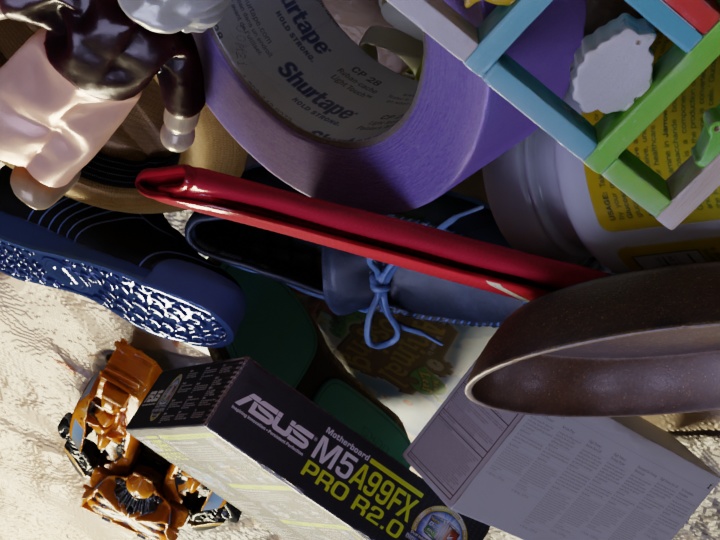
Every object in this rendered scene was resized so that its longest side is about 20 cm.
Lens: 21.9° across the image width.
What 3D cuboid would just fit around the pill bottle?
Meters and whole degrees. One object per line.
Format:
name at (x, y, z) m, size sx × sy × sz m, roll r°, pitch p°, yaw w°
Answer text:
pill bottle at (0.157, -0.055, 0.798) m, size 0.199 × 0.113 × 0.113 m, roll -7°, pitch 135°, yaw 37°

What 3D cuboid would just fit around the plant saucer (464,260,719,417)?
plant saucer at (0.144, 0.030, 0.811) m, size 0.199 × 0.035 × 0.200 m, roll -3°, pitch 166°, yaw -1°

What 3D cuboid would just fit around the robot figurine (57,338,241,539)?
robot figurine at (-0.143, 0.127, 1.272) m, size 0.144 × 0.058 × 0.200 m, roll 25°, pitch 145°, yaw 1°

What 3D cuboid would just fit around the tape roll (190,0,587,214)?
tape roll at (-0.004, -0.126, 0.776) m, size 0.200 × 0.066 × 0.201 m, roll 29°, pitch 136°, yaw 33°

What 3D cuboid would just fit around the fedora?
fedora at (-0.134, -0.115, 0.923) m, size 0.200 × 0.082 × 0.201 m, roll 17°, pitch 145°, yaw 12°

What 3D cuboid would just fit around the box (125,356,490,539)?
box at (-0.035, 0.113, 1.023) m, size 0.160 × 0.044 × 0.200 m, roll 36°, pitch 165°, yaw -12°

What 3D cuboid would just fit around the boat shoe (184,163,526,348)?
boat shoe at (0.000, 0.000, 0.941) m, size 0.199 × 0.069 × 0.085 m, roll 8°, pitch 117°, yaw 33°

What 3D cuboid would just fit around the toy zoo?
toy zoo at (0.084, -0.119, 0.664) m, size 0.200 × 0.020 × 0.131 m, roll 37°, pitch 114°, yaw -17°

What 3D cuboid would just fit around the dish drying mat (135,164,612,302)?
dish drying mat at (0.007, -0.013, 0.799) m, size 0.199 × 0.018 × 0.077 m, roll 14°, pitch 176°, yaw -22°

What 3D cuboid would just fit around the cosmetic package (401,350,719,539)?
cosmetic package at (0.113, 0.105, 1.000) m, size 0.200 × 0.083 × 0.051 m, roll 30°, pitch -168°, yaw -49°

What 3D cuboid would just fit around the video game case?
video game case at (-0.013, 0.025, 1.090) m, size 0.181 × 0.022 × 0.200 m, roll 27°, pitch 146°, yaw -3°

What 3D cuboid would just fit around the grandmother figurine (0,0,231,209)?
grandmother figurine at (-0.118, -0.096, 0.819) m, size 0.121 × 0.061 × 0.200 m, roll 20°, pitch 147°, yaw -29°

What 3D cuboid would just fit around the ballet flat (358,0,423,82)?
ballet flat at (0.035, -0.104, 0.851) m, size 0.067 × 0.067 × 0.200 m, roll 26°, pitch 148°, yaw 2°

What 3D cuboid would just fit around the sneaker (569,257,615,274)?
sneaker at (0.156, -0.006, 0.913) m, size 0.199 × 0.077 × 0.085 m, roll -5°, pitch 127°, yaw 25°

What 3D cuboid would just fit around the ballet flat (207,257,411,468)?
ballet flat at (-0.046, 0.063, 1.088) m, size 0.065 × 0.071 × 0.200 m, roll 6°, pitch 141°, yaw 50°

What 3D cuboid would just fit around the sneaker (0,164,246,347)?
sneaker at (-0.133, -0.022, 1.019) m, size 0.199 × 0.078 × 0.070 m, roll 19°, pitch 156°, yaw 31°
